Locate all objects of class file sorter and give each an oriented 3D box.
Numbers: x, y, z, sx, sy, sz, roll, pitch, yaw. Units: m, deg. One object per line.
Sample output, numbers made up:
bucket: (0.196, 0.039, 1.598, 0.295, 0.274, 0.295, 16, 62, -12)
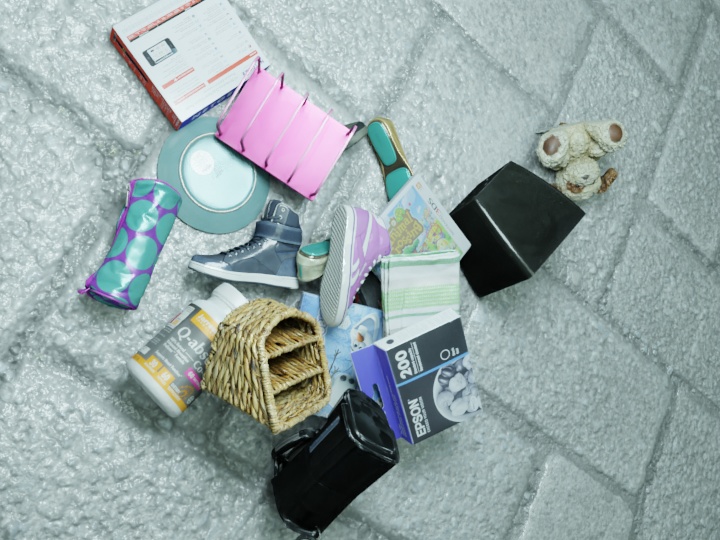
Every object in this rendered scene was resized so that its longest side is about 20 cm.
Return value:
file sorter: (-0.121, -0.230, 1.040, 0.198, 0.125, 0.140, 33, 88, -10)

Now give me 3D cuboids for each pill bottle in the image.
pill bottle: (-0.258, 0.121, 1.007, 0.200, 0.116, 0.117, -46, 106, -23)

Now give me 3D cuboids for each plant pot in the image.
plant pot: (0.285, -0.091, 1.276, 0.178, 0.199, 0.200, 47, 67, -3)

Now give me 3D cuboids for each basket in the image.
basket: (-0.119, 0.132, 0.973, 0.199, 0.147, 0.145, -4, 116, -67)

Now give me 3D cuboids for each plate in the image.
plate: (-0.245, -0.165, 1.090, 0.197, 0.025, 0.205, 2, 85, -28)

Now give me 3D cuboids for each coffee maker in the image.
coffee maker: (-0.034, 0.323, 1.024, 0.134, 0.200, 0.193, 19, 32, -47)

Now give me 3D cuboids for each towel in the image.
towel: (0.108, 0.071, 1.098, 0.146, 0.031, 0.204, -5, 100, -16)

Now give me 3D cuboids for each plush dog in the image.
plush dog: (0.483, -0.240, 1.433, 0.196, 0.161, 0.175, -12, 107, 0)

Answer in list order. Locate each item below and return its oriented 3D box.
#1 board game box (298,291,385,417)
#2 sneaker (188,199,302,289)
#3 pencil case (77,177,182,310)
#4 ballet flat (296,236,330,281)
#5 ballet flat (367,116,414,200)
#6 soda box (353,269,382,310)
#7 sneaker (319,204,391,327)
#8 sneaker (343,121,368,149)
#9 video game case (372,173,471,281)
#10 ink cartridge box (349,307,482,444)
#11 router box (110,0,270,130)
board game box: (-0.029, 0.158, 1.117, 0.195, 0.043, 0.204, 13, 91, -10)
sneaker: (-0.187, -0.051, 1.072, 0.199, 0.076, 0.149, 7, 93, -36)
pencil case: (-0.353, -0.042, 0.989, 0.092, 0.084, 0.204, 29, 72, -39)
ballet flat: (-0.048, -0.027, 1.151, 0.198, 0.067, 0.063, -20, 126, -48)
ballet flat: (0.074, -0.203, 1.241, 0.063, 0.068, 0.203, -32, 104, -56)
soda box: (0.033, 0.081, 1.186, 0.063, 0.070, 0.203, -25, 97, -28)
sneaker: (0.000, 0.000, 1.076, 0.113, 0.072, 0.205, 12, 88, -34)
sneaker: (-0.079, -0.257, 1.155, 0.197, 0.076, 0.116, -25, 103, -22)
video game case: (0.101, -0.047, 1.185, 0.183, 0.022, 0.200, 49, 64, -17)
ink cartridge box: (0.099, 0.193, 1.088, 0.197, 0.043, 0.201, -22, 113, -11)
router box: (-0.282, -0.367, 1.071, 0.199, 0.049, 0.181, -40, 102, -25)
